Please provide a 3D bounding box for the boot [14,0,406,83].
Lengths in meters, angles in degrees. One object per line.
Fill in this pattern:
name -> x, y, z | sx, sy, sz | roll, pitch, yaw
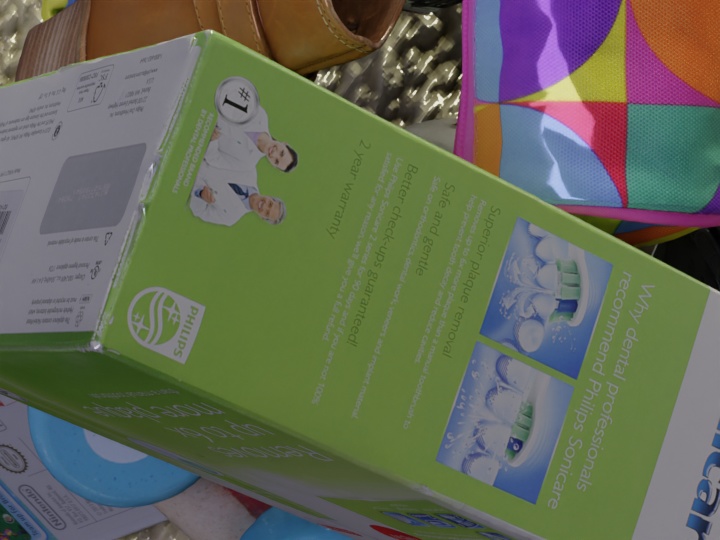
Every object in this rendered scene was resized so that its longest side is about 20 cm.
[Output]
boot -> -0.039, -0.130, 0.776 | 0.154, 0.073, 0.201 | -19, 66, 47

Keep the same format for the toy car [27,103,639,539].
toy car -> 0.000, 0.000, 0.840 | 0.200, 0.184, 0.177 | -41, 110, 6

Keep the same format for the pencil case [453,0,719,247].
pencil case -> 0.064, -0.107, 0.694 | 0.088, 0.088, 0.201 | -3, 86, 29

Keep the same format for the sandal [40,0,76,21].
sandal -> -0.047, -0.129, 0.935 | 0.087, 0.079, 0.201 | 38, 108, 21

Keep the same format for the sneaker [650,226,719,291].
sneaker -> 0.114, 0.017, 0.750 | 0.070, 0.099, 0.201 | 16, 93, 1

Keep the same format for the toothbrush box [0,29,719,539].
toothbrush box -> -0.002, 0.020, 0.686 | 0.145, 0.199, 0.087 | -3, 66, 61

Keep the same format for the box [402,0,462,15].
box -> 0.077, -0.182, 0.765 | 0.199, 0.050, 0.159 | -15, 81, 28

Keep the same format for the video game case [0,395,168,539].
video game case -> -0.183, 0.044, 0.965 | 0.181, 0.024, 0.200 | -22, 122, 27
